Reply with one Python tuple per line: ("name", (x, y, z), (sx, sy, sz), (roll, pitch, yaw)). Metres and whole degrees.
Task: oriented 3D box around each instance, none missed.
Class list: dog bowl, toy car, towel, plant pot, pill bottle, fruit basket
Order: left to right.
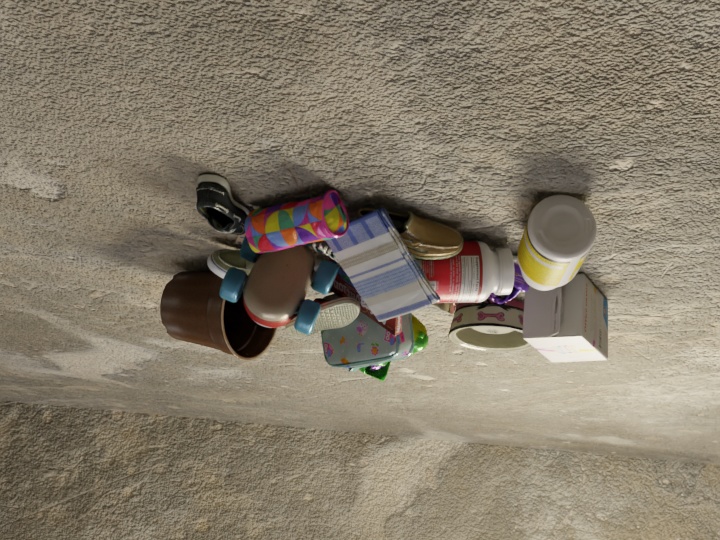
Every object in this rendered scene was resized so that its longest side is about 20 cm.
("plant pot", (-0.307, 0.082, 1.943), (0.196, 0.203, 0.200), (4, 162, 32))
("toy car", (-0.159, 0.053, 1.732), (0.182, 0.178, 0.201), (22, 149, 2))
("towel", (0.036, -0.007, 1.582), (0.146, 0.024, 0.201), (-21, 110, 38))
("fruit basket", (0.065, 0.129, 1.898), (0.212, 0.219, 0.155), (-2, 165, 21))
("pill bottle", (0.174, 0.002, 1.654), (0.197, 0.114, 0.112), (0, 161, -7))
("dog bowl", (0.293, 0.118, 2.005), (0.197, 0.075, 0.201), (5, 160, 2))
("pill bottle", (0.321, -0.037, 1.518), (0.109, 0.113, 0.200), (5, 159, 4))

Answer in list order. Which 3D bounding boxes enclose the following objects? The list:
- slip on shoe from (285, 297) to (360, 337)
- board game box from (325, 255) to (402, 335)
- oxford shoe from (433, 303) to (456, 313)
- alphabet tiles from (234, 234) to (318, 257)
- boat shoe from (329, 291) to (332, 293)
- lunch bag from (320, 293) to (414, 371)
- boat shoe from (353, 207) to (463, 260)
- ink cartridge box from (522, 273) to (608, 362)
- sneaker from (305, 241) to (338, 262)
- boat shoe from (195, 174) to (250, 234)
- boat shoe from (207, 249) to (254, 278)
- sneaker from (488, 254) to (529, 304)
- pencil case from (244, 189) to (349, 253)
("slip on shoe", (-0.074, 0.079, 1.772), (0.074, 0.062, 0.199), (31, 147, -29))
("board game box", (0.004, 0.032, 1.708), (0.199, 0.019, 0.104), (33, 137, 37))
("oxford shoe", (0.152, 0.044, 1.799), (0.074, 0.072, 0.200), (13, 176, -3))
("alphabet tiles", (-0.163, -0.047, 1.791), (0.165, 0.008, 0.200), (11, 159, -12))
("boat shoe", (-0.002, 0.001, 1.781), (0.072, 0.061, 0.200), (-13, 180, -43))
("lunch bag", (0.010, 0.115, 1.803), (0.198, 0.163, 0.077), (-13, 175, 37))
("boat shoe", (0.085, -0.069, 1.576), (0.197, 0.073, 0.077), (6, 146, -3))
("ink cartridge box", (0.411, 0.094, 1.826), (0.124, 0.130, 0.200), (-6, 156, 31))
("sneaker", (-0.030, -0.042, 1.652), (0.197, 0.081, 0.072), (5, 160, 12))
("boat shoe", (-0.245, -0.099, 1.595), (0.074, 0.061, 0.200), (1, 159, 15))
("boat shoe", (-0.205, -0.013, 1.812), (0.197, 0.073, 0.062), (11, 137, -25))
("sneaker", (0.254, 0.029, 1.761), (0.080, 0.085, 0.199), (17, 159, -26))
("pencil case", (-0.112, -0.084, 1.572), (0.198, 0.090, 0.088), (-7, 157, 37))
